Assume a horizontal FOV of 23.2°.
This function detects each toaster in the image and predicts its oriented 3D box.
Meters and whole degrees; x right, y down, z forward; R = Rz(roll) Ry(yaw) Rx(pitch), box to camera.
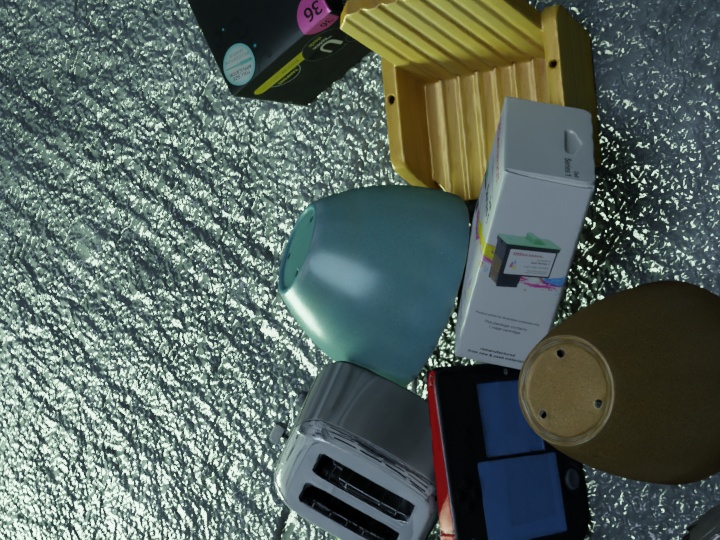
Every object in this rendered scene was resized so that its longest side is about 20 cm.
[{"bbox_3d":[0.016,0.181,1.603,0.199,0.129,0.114,30,121,4],"label":"toaster"}]

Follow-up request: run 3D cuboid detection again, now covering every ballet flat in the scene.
[{"bbox_3d":[0.273,0.283,1.584,0.046,0.067,0.200,43,114,-8],"label":"ballet flat"}]

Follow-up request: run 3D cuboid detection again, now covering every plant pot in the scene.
[{"bbox_3d":[0.000,0.000,1.674,0.200,0.134,0.201,-160,90,-74],"label":"plant pot"},{"bbox_3d":[0.227,0.100,1.530,0.186,0.200,0.188,-2,87,35],"label":"plant pot"}]

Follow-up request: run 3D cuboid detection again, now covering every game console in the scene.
[{"bbox_3d":[0.137,0.172,1.592,0.031,0.199,0.178,-7,85,42],"label":"game console"}]

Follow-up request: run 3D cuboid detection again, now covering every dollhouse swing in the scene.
[{"bbox_3d":[0.093,-0.166,1.646,0.199,0.175,0.183,-8,84,34],"label":"dollhouse swing"}]

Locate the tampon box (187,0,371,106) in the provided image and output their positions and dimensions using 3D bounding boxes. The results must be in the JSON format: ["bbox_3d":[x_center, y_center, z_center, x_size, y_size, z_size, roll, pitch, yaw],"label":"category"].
[{"bbox_3d":[-0.085,-0.295,1.805,0.150,0.126,0.201,-38,69,30],"label":"tampon box"}]

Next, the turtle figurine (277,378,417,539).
[{"bbox_3d":[0.000,0.216,1.722,0.200,0.144,0.194,-51,58,27],"label":"turtle figurine"}]

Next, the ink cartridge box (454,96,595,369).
[{"bbox_3d":[0.146,-0.035,1.580,0.083,0.145,0.201,12,123,-2],"label":"ink cartridge box"}]
